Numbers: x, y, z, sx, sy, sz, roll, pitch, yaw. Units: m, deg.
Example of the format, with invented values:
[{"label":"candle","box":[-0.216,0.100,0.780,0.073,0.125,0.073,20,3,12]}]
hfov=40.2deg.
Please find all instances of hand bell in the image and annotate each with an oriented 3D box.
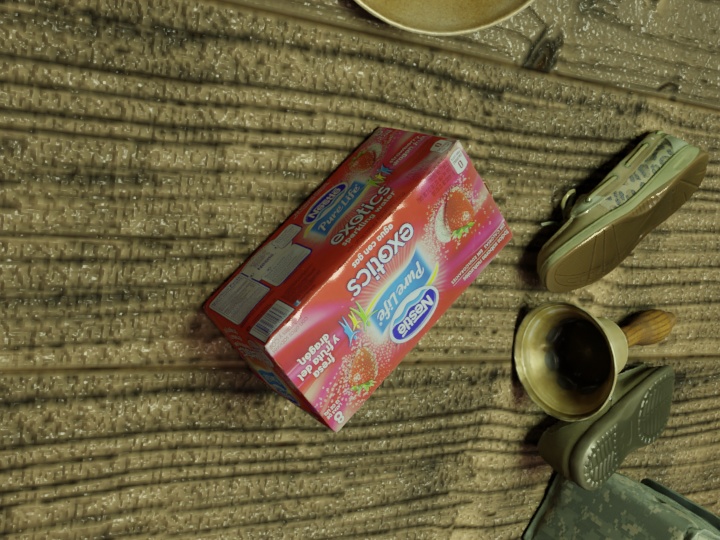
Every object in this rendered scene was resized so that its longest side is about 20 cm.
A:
[{"label":"hand bell","box":[0.241,0.065,0.915,0.199,0.103,0.106,-11,109,-46]}]

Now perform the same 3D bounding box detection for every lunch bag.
[{"label":"lunch bag","box":[0.288,0.272,0.941,0.199,0.164,0.119,28,90,-37]}]

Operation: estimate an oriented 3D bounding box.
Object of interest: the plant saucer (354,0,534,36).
[{"label":"plant saucer","box":[0.060,-0.265,0.674,0.197,0.036,0.203,-3,118,-7]}]

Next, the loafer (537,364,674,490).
[{"label":"loafer","box":[0.236,0.135,0.932,0.199,0.067,0.077,-21,119,-46]}]

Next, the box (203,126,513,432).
[{"label":"box","box":[0.000,0.000,0.704,0.200,0.099,0.096,-47,124,-16]}]

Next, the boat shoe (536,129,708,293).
[{"label":"boat shoe","box":[0.224,-0.053,0.879,0.199,0.063,0.074,-34,146,-20]}]
